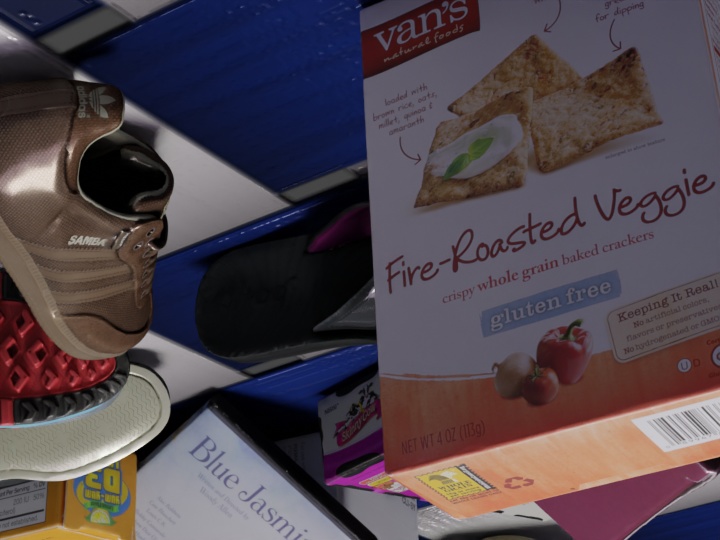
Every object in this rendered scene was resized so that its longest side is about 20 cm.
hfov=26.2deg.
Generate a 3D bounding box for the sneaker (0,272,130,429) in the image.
[{"bbox_3d":[-0.214,0.050,0.815,0.200,0.079,0.096,0,165,7],"label":"sneaker"}]

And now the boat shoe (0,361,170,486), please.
[{"bbox_3d":[-0.206,0.092,0.917,0.200,0.072,0.068,-17,-169,8],"label":"boat shoe"}]

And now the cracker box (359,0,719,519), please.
[{"bbox_3d":[0.073,-0.026,0.551,0.134,0.200,0.058,-19,146,25],"label":"cracker box"}]

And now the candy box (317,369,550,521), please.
[{"bbox_3d":[0.092,0.102,0.985,0.200,0.061,0.136,17,146,-38],"label":"candy box"}]

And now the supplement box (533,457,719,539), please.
[{"bbox_3d":[0.146,0.013,0.656,0.200,0.086,0.110,-43,171,-30],"label":"supplement box"}]

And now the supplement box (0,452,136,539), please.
[{"bbox_3d":[-0.236,0.159,1.008,0.200,0.069,0.067,-15,154,34],"label":"supplement box"}]

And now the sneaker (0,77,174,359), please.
[{"bbox_3d":[-0.113,-0.016,0.685,0.075,0.070,0.200,-10,155,7],"label":"sneaker"}]

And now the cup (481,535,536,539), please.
[{"bbox_3d":[0.127,0.309,1.310,0.200,0.200,0.143,-4,128,-3],"label":"cup"}]

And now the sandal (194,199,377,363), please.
[{"bbox_3d":[0.000,0.001,0.736,0.200,0.075,0.048,-18,156,26],"label":"sandal"}]

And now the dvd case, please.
[{"bbox_3d":[-0.104,0.185,1.010,0.143,0.018,0.200,44,117,-8],"label":"dvd case"}]

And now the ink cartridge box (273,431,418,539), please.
[{"bbox_3d":[-0.074,0.187,1.099,0.200,0.083,0.145,-15,152,19],"label":"ink cartridge box"}]
